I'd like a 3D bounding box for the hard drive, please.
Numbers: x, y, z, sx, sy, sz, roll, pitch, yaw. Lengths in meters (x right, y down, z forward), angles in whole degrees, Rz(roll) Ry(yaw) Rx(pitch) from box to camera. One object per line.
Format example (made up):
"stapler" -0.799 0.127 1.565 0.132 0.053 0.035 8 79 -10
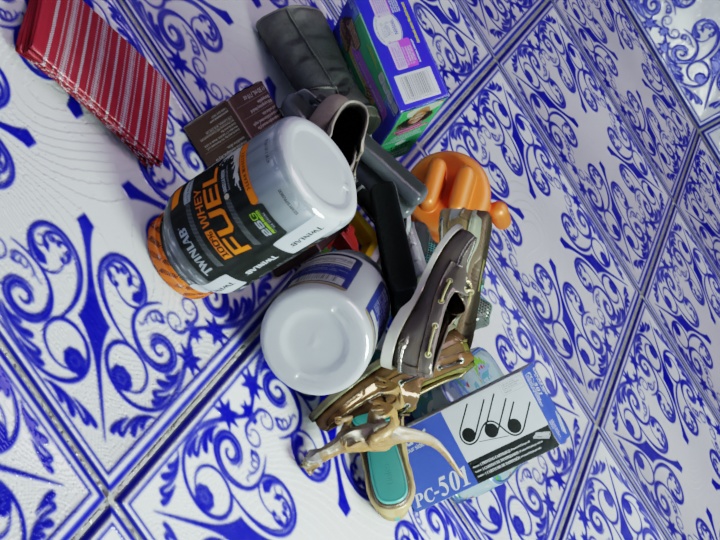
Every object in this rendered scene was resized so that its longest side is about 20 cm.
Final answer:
"hard drive" 0.044 0.008 1.715 0.200 0.033 0.141 79 0 -61

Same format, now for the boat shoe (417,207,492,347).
"boat shoe" 0.100 0.024 1.716 0.072 0.076 0.202 62 39 -69

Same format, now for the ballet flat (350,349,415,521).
"ballet flat" 0.020 0.186 1.648 0.063 0.068 0.201 80 3 -58

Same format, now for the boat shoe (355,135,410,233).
"boat shoe" -0.003 -0.120 1.861 0.060 0.076 0.201 -11 58 -34

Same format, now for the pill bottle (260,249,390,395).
"pill bottle" -0.030 0.046 1.600 0.120 0.119 0.200 57 17 -8

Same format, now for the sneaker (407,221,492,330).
"sneaker" 0.106 0.013 1.827 0.201 0.090 0.078 -107 -163 -45

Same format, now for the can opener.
"can opener" -0.012 -0.133 1.720 0.200 0.053 0.067 39 45 -5

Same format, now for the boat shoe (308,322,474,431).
"boat shoe" 0.039 0.126 1.605 0.068 0.199 0.072 56 -18 6

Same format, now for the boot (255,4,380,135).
"boot" -0.082 -0.244 1.839 0.181 0.073 0.201 -9 61 -36

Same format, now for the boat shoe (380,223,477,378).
"boat shoe" 0.087 0.033 1.591 0.072 0.059 0.201 91 25 -49

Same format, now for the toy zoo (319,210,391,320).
"toy zoo" 0.000 0.000 1.814 0.132 0.020 0.200 54 28 -15

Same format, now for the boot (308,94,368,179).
"boot" -0.024 -0.139 1.594 0.070 0.146 0.201 14 61 -9

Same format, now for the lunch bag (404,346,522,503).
"lunch bag" 0.131 0.182 1.794 0.162 0.082 0.200 62 24 1

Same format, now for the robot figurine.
"robot figurine" 0.115 -0.089 1.958 0.200 0.143 0.117 66 1 -76

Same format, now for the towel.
"towel" -0.273 -0.211 1.540 0.200 0.022 0.145 43 30 -35

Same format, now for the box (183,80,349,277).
"box" -0.105 -0.105 1.677 0.201 0.075 0.100 59 27 -8

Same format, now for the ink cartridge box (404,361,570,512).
"ink cartridge box" 0.127 0.189 1.660 0.095 0.199 0.044 62 27 2

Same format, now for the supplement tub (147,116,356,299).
"supplement tub" -0.111 -0.056 1.477 0.122 0.199 0.123 38 35 -33

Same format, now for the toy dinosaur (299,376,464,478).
"toy dinosaur" 0.026 0.172 1.568 0.198 0.107 0.061 -2 38 -23

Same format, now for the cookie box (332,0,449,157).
"cookie box" 0.026 -0.249 1.903 0.075 0.200 0.172 -18 78 -18
